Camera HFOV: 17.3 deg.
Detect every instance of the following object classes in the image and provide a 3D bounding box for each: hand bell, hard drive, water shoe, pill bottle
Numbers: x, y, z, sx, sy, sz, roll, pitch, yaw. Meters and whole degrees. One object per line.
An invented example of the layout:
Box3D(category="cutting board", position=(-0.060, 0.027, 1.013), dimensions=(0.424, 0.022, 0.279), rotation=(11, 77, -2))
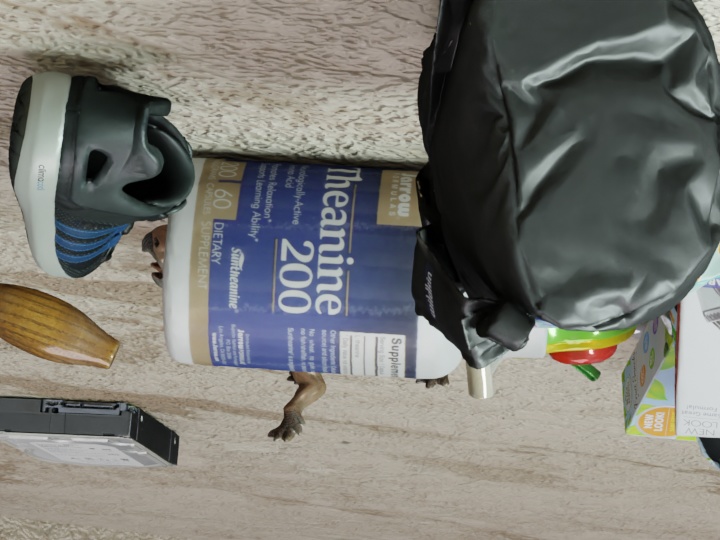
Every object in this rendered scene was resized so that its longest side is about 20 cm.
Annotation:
Box3D(category="hand bell", position=(-0.219, 0.006, 1.219), dimensions=(0.200, 0.104, 0.104), rotation=(24, 167, -1))
Box3D(category="hard drive", position=(-0.260, 0.156, 2.240), dimensions=(0.140, 0.038, 0.200), rotation=(2, 167, 8))
Box3D(category="water shoe", position=(-0.122, -0.038, 1.163), dimensions=(0.079, 0.072, 0.200), rotation=(8, 168, 2))
Box3D(category="pill bottle", position=(0.000, 0.000, 1.253), dimensions=(0.200, 0.111, 0.111), rotation=(3, 168, 2))

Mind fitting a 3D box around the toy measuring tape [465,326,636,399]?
Box3D(category="toy measuring tape", position=(0.118, 0.030, 1.355), dimensions=(0.073, 0.074, 0.200), rotation=(0, -164, 19))

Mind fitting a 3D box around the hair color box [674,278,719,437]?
Box3D(category="hair color box", position=(0.203, -0.003, 1.096), dimensions=(0.111, 0.064, 0.200), rotation=(2, 141, 8))

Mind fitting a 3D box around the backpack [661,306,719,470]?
Box3D(category="backpack", position=(0.246, 0.043, 1.286), dimensions=(0.163, 0.154, 0.200), rotation=(-3, 130, 9))

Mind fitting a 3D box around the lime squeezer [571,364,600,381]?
Box3D(category="lime squeezer", position=(0.059, 0.034, 1.503), dimensions=(0.200, 0.071, 0.038), rotation=(1, 152, -19))

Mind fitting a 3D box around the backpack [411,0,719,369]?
Box3D(category="backpack", position=(0.084, -0.041, 0.949), dimensions=(0.126, 0.167, 0.200), rotation=(0, 174, -4))

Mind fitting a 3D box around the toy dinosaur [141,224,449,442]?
Box3D(category="toy dinosaur", position=(-0.016, 0.010, 1.400), dimensions=(0.200, 0.136, 0.086), rotation=(-16, -155, -18))

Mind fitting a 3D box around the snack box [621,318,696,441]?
Box3D(category="snack box", position=(0.276, 0.055, 1.454), dimensions=(0.200, 0.053, 0.142), rotation=(6, 143, -9))

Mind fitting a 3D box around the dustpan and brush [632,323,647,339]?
Box3D(category="dustpan and brush", position=(0.242, 0.066, 1.551), dimensions=(0.200, 0.140, 0.057), rotation=(21, -153, -16))
